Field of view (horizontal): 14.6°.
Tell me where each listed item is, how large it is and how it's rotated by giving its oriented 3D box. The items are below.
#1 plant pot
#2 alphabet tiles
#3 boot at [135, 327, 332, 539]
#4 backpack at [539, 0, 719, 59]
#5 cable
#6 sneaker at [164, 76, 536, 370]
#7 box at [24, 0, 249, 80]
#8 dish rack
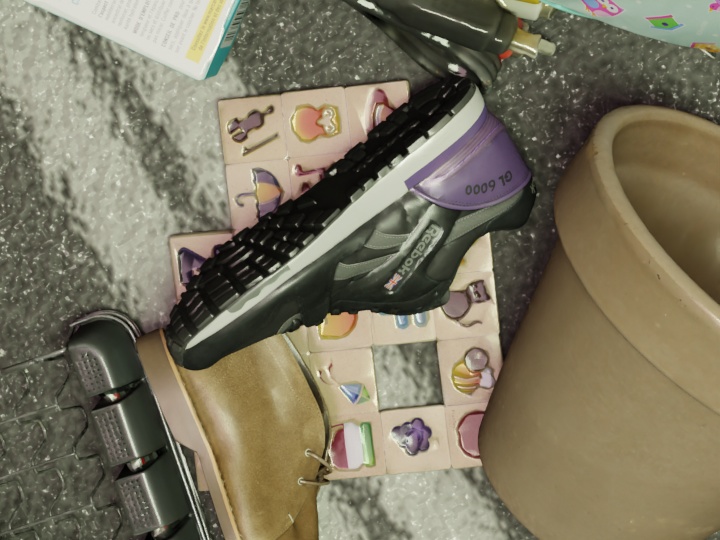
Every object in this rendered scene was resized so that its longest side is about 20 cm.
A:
[{"bbox_3d":[0.146,0.047,1.343,0.200,0.200,0.175,38,119,1],"label":"plant pot"},{"bbox_3d":[-0.013,0.007,1.433,0.166,0.008,0.201,-5,96,8],"label":"alphabet tiles"},{"bbox_3d":[-0.039,0.110,1.414,0.075,0.074,0.201,-24,92,-1],"label":"boot"},{"bbox_3d":[0.163,-0.177,1.292,0.199,0.127,0.167,16,142,1],"label":"backpack"},{"bbox_3d":[0.012,-0.146,1.371,0.199,0.097,0.051,23,63,-4],"label":"cable"},{"bbox_3d":[0.000,0.000,1.378,0.200,0.076,0.088,-37,110,-1],"label":"sneaker"},{"bbox_3d":[-0.149,-0.173,1.403,0.199,0.049,0.083,25,99,3],"label":"box"},{"bbox_3d":[-0.190,0.121,1.445,0.199,0.055,0.154,-18,94,11],"label":"dish rack"}]
